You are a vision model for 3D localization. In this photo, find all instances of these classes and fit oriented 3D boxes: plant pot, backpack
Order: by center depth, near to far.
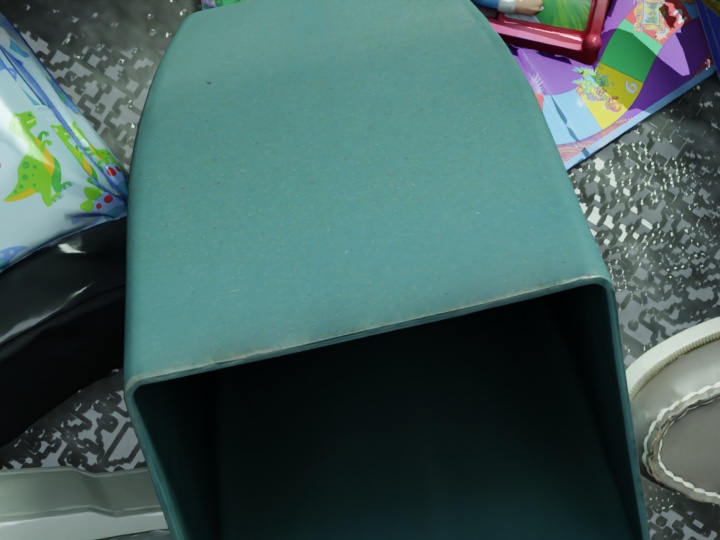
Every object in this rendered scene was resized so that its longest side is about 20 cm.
[{"bbox_3d":[0.000,0.000,0.822,0.140,0.142,0.201,-13,43,1],"label":"plant pot"},{"bbox_3d":[-0.173,-0.041,0.885,0.162,0.154,0.201,-31,71,-3],"label":"backpack"}]

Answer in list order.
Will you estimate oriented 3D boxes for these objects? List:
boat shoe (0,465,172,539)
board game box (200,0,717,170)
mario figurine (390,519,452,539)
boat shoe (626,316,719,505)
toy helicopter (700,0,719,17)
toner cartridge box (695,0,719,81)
[{"bbox_3d":[-0.058,0.105,0.898,0.198,0.073,0.062,0,106,-8],"label":"boat shoe"},{"bbox_3d":[0.040,-0.109,0.928,0.199,0.039,0.159,-33,85,-2],"label":"board game box"},{"bbox_3d":[0.017,0.167,0.846,0.199,0.124,0.106,-34,52,-14],"label":"mario figurine"},{"bbox_3d":[0.179,0.057,0.863,0.199,0.060,0.072,3,119,-23],"label":"boat shoe"},{"bbox_3d":[0.142,-0.076,0.823,0.200,0.132,0.079,40,90,0],"label":"toy helicopter"},{"bbox_3d":[0.179,-0.073,0.912,0.094,0.043,0.201,-17,91,-3],"label":"toner cartridge box"}]
